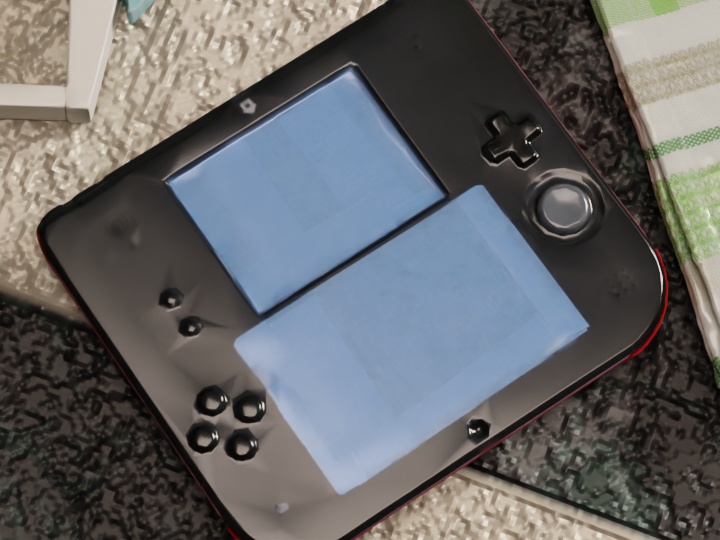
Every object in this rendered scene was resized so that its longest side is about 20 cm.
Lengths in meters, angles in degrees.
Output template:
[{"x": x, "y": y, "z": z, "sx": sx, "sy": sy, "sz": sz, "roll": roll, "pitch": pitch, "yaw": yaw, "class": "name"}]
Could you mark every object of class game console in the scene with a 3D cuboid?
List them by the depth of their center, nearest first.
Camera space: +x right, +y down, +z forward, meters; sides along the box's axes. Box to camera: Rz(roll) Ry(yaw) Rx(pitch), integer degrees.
[{"x": 0.000, "y": 0.000, "z": 1.091, "sx": 0.200, "sy": 0.031, "sz": 0.177, "roll": -32, "pitch": 79, "yaw": -12, "class": "game console"}]

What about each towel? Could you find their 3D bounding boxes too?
[{"x": 0.183, "y": -0.058, "z": 1.121, "sx": 0.149, "sy": 0.031, "sz": 0.200, "roll": -15, "pitch": 73, "yaw": -9, "class": "towel"}]

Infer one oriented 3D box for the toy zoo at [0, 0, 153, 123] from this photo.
[{"x": -0.174, "y": -0.125, "z": 1.122, "sx": 0.200, "sy": 0.020, "sz": 0.131, "roll": 1, "pitch": 74, "yaw": -3, "class": "toy zoo"}]
